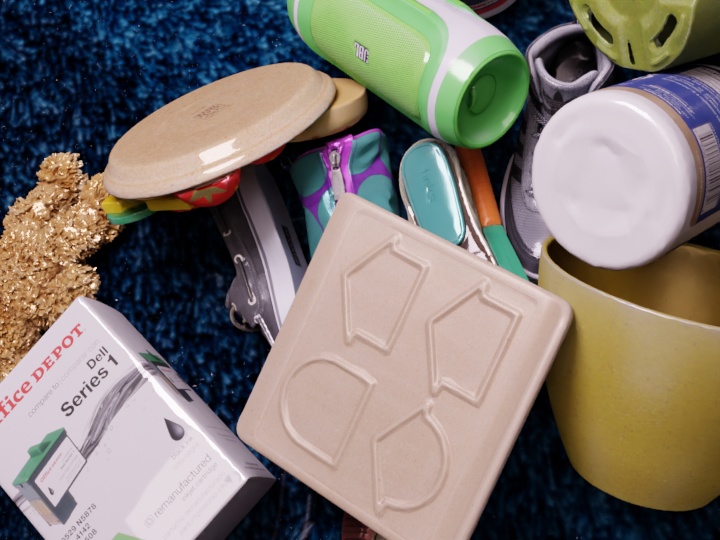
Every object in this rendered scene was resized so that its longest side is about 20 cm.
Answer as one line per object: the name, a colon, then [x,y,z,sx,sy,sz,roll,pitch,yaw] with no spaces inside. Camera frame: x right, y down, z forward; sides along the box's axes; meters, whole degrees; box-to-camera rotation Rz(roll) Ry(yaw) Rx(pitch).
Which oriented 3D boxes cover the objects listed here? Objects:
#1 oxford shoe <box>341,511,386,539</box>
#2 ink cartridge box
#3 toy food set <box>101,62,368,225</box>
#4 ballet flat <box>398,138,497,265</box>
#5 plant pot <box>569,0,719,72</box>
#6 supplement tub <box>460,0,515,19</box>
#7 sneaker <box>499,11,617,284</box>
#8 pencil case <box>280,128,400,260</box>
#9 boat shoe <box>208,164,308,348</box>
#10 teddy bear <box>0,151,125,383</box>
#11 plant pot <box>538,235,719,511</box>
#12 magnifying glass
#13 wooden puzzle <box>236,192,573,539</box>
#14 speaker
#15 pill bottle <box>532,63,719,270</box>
oxford shoe: [0.025,0.201,0.796,0.074,0.070,0.204,17,80,-12]
ink cartridge box: [-0.187,0.142,0.831,0.200,0.084,0.146,42,88,16]
toy food set: [-0.104,-0.101,0.828,0.195,0.049,0.200,0,34,39]
ballet flat: [0.075,-0.002,0.800,0.066,0.062,0.204,-16,69,21]
plant pot: [0.242,-0.224,0.730,0.188,0.201,0.202,-28,72,-20]
supplement tub: [0.066,-0.286,0.810,0.137,0.200,0.143,-3,77,11]
sneaker: [0.142,-0.097,0.798,0.074,0.114,0.204,10,80,14]
pencil case: [0.000,0.000,0.819,0.084,0.092,0.204,-14,76,8]
boat shoe: [-0.077,0.012,0.847,0.065,0.070,0.203,-24,74,14]
teddy bear: [-0.270,-0.005,0.890,0.200,0.067,0.145,-44,71,0]
plant pot: [0.204,0.072,0.727,0.196,0.200,0.145,14,108,14]
magnifying glass: [0.102,-0.010,0.816,0.022,0.080,0.203,-7,65,-7]
wooden puzzle: [0.026,0.070,0.720,0.198,0.046,0.188,28,95,33]
speaker: [0.030,-0.167,0.796,0.089,0.088,0.200,-48,53,-1]
pill bottle: [0.210,-0.078,0.733,0.110,0.199,0.113,15,115,37]
